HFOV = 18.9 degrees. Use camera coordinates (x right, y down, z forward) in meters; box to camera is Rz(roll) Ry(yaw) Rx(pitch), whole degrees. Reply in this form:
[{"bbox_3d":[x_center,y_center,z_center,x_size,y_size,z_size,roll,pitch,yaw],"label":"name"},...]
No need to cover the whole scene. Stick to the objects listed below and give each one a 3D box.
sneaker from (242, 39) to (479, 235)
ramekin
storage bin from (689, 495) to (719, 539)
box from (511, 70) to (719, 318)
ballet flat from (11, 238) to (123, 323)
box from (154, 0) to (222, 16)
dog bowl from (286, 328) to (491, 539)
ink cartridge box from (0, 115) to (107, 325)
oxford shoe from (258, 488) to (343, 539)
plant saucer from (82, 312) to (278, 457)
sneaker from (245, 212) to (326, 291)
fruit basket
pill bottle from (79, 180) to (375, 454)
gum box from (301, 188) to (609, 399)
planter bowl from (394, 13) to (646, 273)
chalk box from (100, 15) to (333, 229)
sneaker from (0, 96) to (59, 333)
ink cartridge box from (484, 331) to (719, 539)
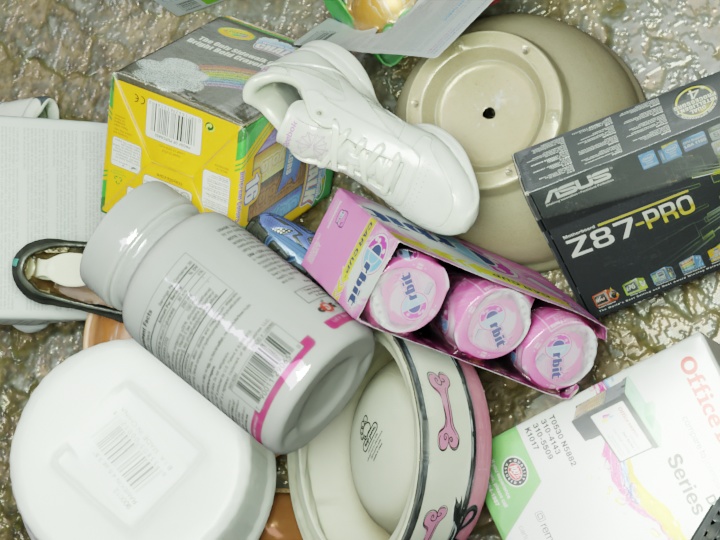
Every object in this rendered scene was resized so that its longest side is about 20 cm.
[{"bbox_3d":[-0.003,-0.084,1.545,0.200,0.100,0.075,40,130,25],"label":"sneaker"},{"bbox_3d":[-0.166,0.146,1.617,0.200,0.098,0.201,0,76,2],"label":"ramekin"},{"bbox_3d":[0.247,0.259,1.465,0.094,0.200,0.135,27,61,18],"label":"storage bin"},{"bbox_3d":[0.227,-0.058,1.553,0.200,0.161,0.049,-21,47,9],"label":"box"},{"bbox_3d":[-0.171,0.013,1.657,0.200,0.068,0.068,5,85,3],"label":"ballet flat"},{"bbox_3d":[-0.113,-0.290,1.695,0.176,0.200,0.097,-18,75,16],"label":"box"},{"bbox_3d":[0.023,0.131,1.597,0.200,0.074,0.201,-9,79,60],"label":"dog bowl"},{"bbox_3d":[-0.237,-0.038,1.735,0.057,0.200,0.163,-8,81,60],"label":"ink cartridge box"},{"bbox_3d":[-0.110,0.204,1.680,0.200,0.071,0.071,-5,77,16],"label":"oxford shoe"},{"bbox_3d":[-0.116,0.061,1.702,0.200,0.037,0.201,0,84,3],"label":"plant saucer"},{"bbox_3d":[0.000,0.000,1.642,0.075,0.200,0.079,-21,49,56],"label":"sneaker"},{"bbox_3d":[0.064,-0.217,1.629,0.185,0.094,0.200,-46,33,-19],"label":"fruit basket"},{"bbox_3d":[-0.097,0.030,1.549,0.200,0.113,0.113,38,94,19],"label":"pill bottle"},{"bbox_3d":[0.071,0.020,1.557,0.066,0.200,0.113,-63,29,9],"label":"gum box"},{"bbox_3d":[0.108,-0.107,1.624,0.200,0.135,0.201,-3,79,19],"label":"planter bowl"},{"bbox_3d":[-0.093,-0.111,1.682,0.124,0.200,0.124,22,122,23],"label":"chalk box"},{"bbox_3d":[-0.270,-0.051,1.773,0.071,0.073,0.200,-17,74,27],"label":"sneaker"},{"bbox_3d":[0.199,0.154,1.575,0.200,0.084,0.145,-29,73,12],"label":"ink cartridge box"}]
